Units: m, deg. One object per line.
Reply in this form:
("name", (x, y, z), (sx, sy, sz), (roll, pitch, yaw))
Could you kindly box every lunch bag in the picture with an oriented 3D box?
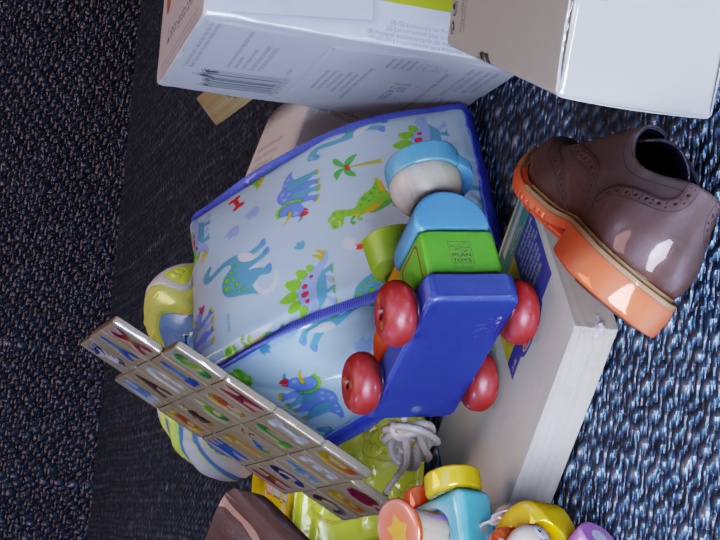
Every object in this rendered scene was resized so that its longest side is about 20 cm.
("lunch bag", (0.000, 0.000, 1.226), (0.200, 0.127, 0.171), (-34, 38, 21))

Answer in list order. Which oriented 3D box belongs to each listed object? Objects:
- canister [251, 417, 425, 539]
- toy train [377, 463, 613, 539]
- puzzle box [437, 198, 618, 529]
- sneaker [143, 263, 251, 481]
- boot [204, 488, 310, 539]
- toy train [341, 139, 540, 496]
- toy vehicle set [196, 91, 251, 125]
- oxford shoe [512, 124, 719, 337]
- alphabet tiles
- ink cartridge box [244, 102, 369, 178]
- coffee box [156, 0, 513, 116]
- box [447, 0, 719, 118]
("canister", (-0.021, 0.145, 1.368), (0.200, 0.086, 0.150), (176, 100, -78))
("toy train", (0.055, 0.179, 0.982), (0.200, 0.055, 0.151), (27, 101, 53))
("puzzle box", (0.087, 0.066, 1.077), (0.133, 0.025, 0.201), (-100, 21, -51))
("sneaker", (-0.099, 0.095, 1.325), (0.105, 0.075, 0.201), (-116, 7, -47))
("boot", (-0.025, 0.180, 1.180), (0.200, 0.064, 0.187), (44, 143, 30))
("toy train", (0.025, 0.028, 1.091), (0.200, 0.084, 0.116), (114, 150, -53))
("toy vehicle set", (-0.044, -0.166, 1.428), (0.027, 0.124, 0.200), (53, 164, -6))
("oxford shoe", (0.125, -0.033, 0.922), (0.073, 0.071, 0.200), (-51, 18, 10))
("alphabet tiles", (-0.074, 0.091, 1.165), (0.006, 0.200, 0.166), (-59, 11, -19))
("ink cartridge box", (-0.040, -0.044, 1.431), (0.145, 0.087, 0.201), (162, 128, -74))
("coffee box", (-0.010, -0.217, 1.235), (0.200, 0.199, 0.199), (157, 119, -74))
("box", (0.107, -0.126, 0.964), (0.200, 0.082, 0.069), (-128, 47, -73))
